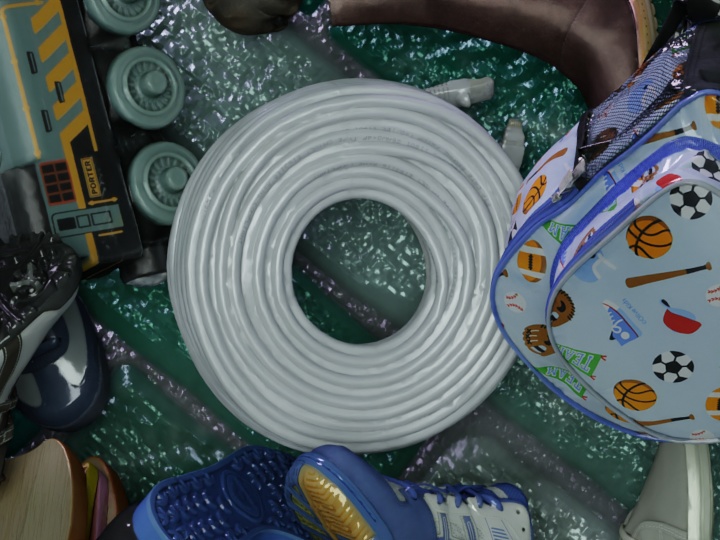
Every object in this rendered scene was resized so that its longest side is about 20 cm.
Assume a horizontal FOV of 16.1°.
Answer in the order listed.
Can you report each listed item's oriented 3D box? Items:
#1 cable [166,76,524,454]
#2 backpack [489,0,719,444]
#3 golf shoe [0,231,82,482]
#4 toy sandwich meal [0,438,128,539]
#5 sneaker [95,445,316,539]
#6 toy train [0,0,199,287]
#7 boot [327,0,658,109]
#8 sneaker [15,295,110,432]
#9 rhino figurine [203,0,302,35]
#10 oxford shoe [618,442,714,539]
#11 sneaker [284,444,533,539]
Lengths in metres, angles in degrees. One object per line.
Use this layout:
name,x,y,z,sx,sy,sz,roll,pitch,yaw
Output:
cable,0.000,0.000,1.339,0.199,0.069,0.201,-4,95,-12
backpack,0.163,-0.002,1.252,0.200,0.154,0.190,43,130,-11
golf shoe,-0.206,0.065,1.309,0.200,0.094,0.078,-42,41,8
toy sandwich meal,-0.217,0.169,1.343,0.204,0.070,0.206,-14,48,16
sneaker,-0.079,0.142,1.315,0.078,0.200,0.070,-41,72,21
toy train,-0.156,-0.085,1.359,0.114,0.085,0.201,-11,85,-35
boot,0.066,-0.138,1.346,0.166,0.072,0.201,-9,74,-4
sneaker,-0.203,-0.001,1.384,0.070,0.082,0.200,-30,85,6
rhino figurine,-0.097,-0.207,1.377,0.060,0.087,0.200,-38,82,-25
oxford shoe,0.155,0.159,1.336,0.057,0.075,0.201,4,94,5
sneaker,0.039,0.134,1.319,0.088,0.200,0.075,-52,40,-10
